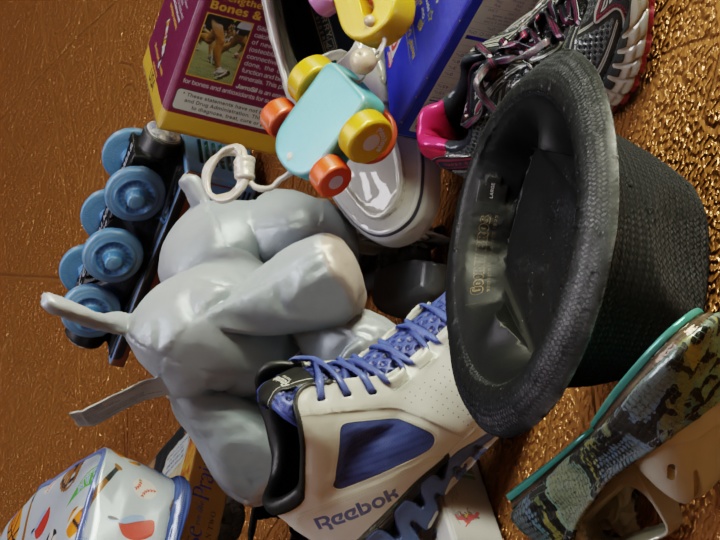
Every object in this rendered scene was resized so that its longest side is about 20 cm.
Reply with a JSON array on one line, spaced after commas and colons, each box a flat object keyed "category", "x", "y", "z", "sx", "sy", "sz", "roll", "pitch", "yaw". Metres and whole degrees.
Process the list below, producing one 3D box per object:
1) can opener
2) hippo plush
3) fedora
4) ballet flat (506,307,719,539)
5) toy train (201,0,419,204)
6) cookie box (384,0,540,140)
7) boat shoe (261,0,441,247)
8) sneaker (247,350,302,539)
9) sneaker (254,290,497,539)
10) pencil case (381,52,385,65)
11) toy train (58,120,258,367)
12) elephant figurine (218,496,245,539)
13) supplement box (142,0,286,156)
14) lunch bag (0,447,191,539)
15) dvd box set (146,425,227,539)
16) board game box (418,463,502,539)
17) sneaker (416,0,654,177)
[{"category": "can opener", "x": 0.000, "y": 0.000, "z": 1.828, "sx": 0.200, "sy": 0.052, "sz": 0.067, "roll": 162, "pitch": 118, "yaw": -70}, {"category": "hippo plush", "x": -0.067, "y": 0.035, "z": 1.729, "sx": 0.161, "sy": 0.199, "sz": 0.160, "roll": -92, "pitch": -9, "yaw": -65}, {"category": "fedora", "x": 0.113, "y": -0.007, "z": 1.427, "sx": 0.201, "sy": 0.091, "sz": 0.201, "roll": -167, "pitch": 90, "yaw": -72}, {"category": "ballet flat", "x": 0.133, "y": 0.085, "z": 1.362, "sx": 0.200, "sy": 0.074, "sz": 0.075, "roll": 124, "pitch": 153, "yaw": -59}, {"category": "toy train", "x": -0.025, "y": -0.131, "z": 1.690, "sx": 0.150, "sy": 0.056, "sz": 0.201, "roll": -2, "pitch": 76, "yaw": 40}, {"category": "cookie box", "x": 0.079, "y": -0.196, "z": 1.683, "sx": 0.200, "sy": 0.075, "sz": 0.172, "roll": 121, "pitch": 153, "yaw": -44}, {"category": "boat shoe", "x": -0.012, "y": -0.108, "z": 1.737, "sx": 0.072, "sy": 0.066, "sz": 0.201, "roll": -25, "pitch": 67, "yaw": 23}, {"category": "sneaker", "x": -0.029, "y": 0.109, "z": 1.841, "sx": 0.200, "sy": 0.060, "sz": 0.105, "roll": 131, "pitch": 149, "yaw": -65}, {"category": "sneaker", "x": 0.011, "y": 0.067, "z": 1.582, "sx": 0.200, "sy": 0.115, "sz": 0.081, "roll": -57, "pitch": 27, "yaw": 1}, {"category": "pencil case", "x": 0.017, "y": -0.184, "z": 1.850, "sx": 0.091, "sy": 0.083, "sz": 0.201, "roll": 62, "pitch": -151, "yaw": -64}, {"category": "toy train", "x": -0.154, "y": -0.019, "z": 2.207, "sx": 0.087, "sy": 0.114, "sz": 0.201, "roll": -101, "pitch": 29, "yaw": -58}, {"category": "elephant figurine", "x": -0.124, "y": 0.245, "z": 1.944, "sx": 0.155, "sy": 0.141, "sz": 0.201, "roll": 7, "pitch": 79, "yaw": 38}, {"category": "supplement box", "x": -0.056, "y": -0.189, "z": 2.002, "sx": 0.103, "sy": 0.130, "sz": 0.201, "roll": -107, "pitch": 35, "yaw": -57}, {"category": "lunch bag", "x": -0.171, "y": 0.203, "z": 1.720, "sx": 0.200, "sy": 0.075, "sz": 0.161, "roll": -45, "pitch": 29, "yaw": 53}, {"category": "dvd box set", "x": -0.127, "y": 0.196, "z": 1.777, "sx": 0.146, "sy": 0.029, "sz": 0.201, "roll": -47, "pitch": 26, "yaw": 53}, {"category": "board game box", "x": 0.032, "y": 0.167, "z": 1.645, "sx": 0.200, "sy": 0.034, "sz": 0.127, "roll": -107, "pitch": 35, "yaw": -57}, {"category": "sneaker", "x": 0.097, "y": -0.109, "z": 1.574, "sx": 0.200, "sy": 0.074, "sz": 0.081, "roll": 123, "pitch": 153, "yaw": -45}]
